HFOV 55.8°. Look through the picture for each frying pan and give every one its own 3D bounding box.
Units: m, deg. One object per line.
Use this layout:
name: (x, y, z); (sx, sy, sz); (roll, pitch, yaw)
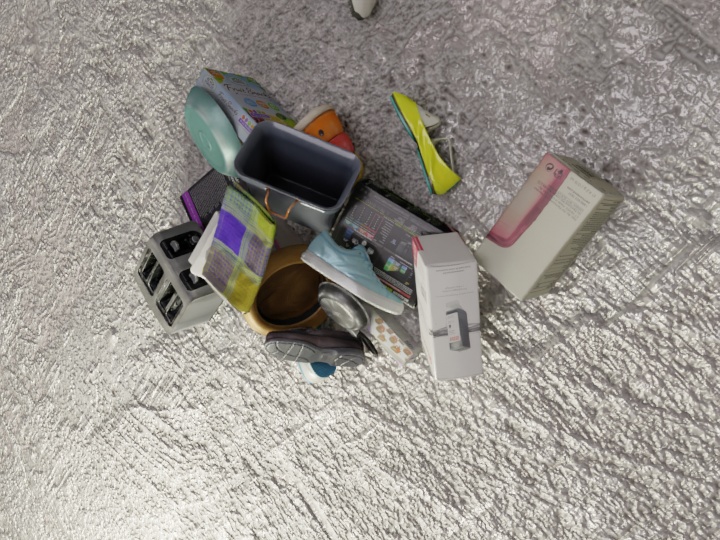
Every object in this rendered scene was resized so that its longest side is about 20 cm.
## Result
frying pan: (-0.029, 0.091, 1.250); (0.115, 0.031, 0.190); (27, 149, 27)

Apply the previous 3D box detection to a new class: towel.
towel: (-0.214, -0.035, 1.190); (0.144, 0.023, 0.200); (43, 123, 29)

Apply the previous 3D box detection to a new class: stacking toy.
stacking toy: (-0.042, -0.195, 1.269); (0.200, 0.146, 0.146); (44, 117, 3)

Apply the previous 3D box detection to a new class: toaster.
toaster: (-0.387, 0.020, 1.478); (0.181, 0.118, 0.200); (56, 136, 14)

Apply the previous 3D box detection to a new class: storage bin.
storage bin: (-0.112, -0.142, 1.191); (0.199, 0.134, 0.146); (22, 64, 7)

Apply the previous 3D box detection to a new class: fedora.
fedora: (-0.135, 0.030, 1.278); (0.082, 0.200, 0.201); (50, 124, 60)

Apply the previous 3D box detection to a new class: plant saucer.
plant saucer: (-0.295, -0.265, 1.350); (0.200, 0.036, 0.200); (46, 157, 26)

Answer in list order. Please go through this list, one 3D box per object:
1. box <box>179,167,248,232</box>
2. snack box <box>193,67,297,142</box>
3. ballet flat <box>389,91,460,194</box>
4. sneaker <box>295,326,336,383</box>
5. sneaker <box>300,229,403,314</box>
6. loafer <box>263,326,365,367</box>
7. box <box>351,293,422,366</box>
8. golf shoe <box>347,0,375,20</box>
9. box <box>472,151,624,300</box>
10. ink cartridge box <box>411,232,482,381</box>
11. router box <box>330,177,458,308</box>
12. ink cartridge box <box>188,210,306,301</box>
box: (-0.298, -0.148, 1.476); (0.200, 0.036, 0.143); (-32, 77, 32)
snack box: (-0.214, -0.313, 1.343); (0.200, 0.142, 0.053); (48, 117, 21)
ballet flat: (0.118, -0.230, 1.187); (0.067, 0.067, 0.201); (-23, 83, 11)
sneaker: (-0.113, 0.127, 1.353); (0.081, 0.076, 0.201); (-44, 58, 54)
sneaker: (0.000, 0.000, 1.170); (0.200, 0.074, 0.082); (33, 88, -4)
loafer: (-0.086, 0.136, 1.276); (0.072, 0.199, 0.063); (128, 147, -46)
box: (0.032, 0.093, 1.276); (0.200, 0.041, 0.039); (47, 117, 20)
golf shoe: (0.034, -0.542, 1.203); (0.088, 0.077, 0.201); (23, 107, 22)
box: (0.286, -0.067, 1.043); (0.109, 0.128, 0.200); (44, 115, 23)
ink cartridge box: (0.139, 0.056, 1.102); (0.085, 0.146, 0.201); (-6, 112, -2)
router box: (0.053, -0.050, 1.209); (0.200, 0.062, 0.150); (32, 111, 10)
ink cartridge box: (-0.225, -0.030, 1.338); (0.125, 0.200, 0.129); (44, 116, 22)
